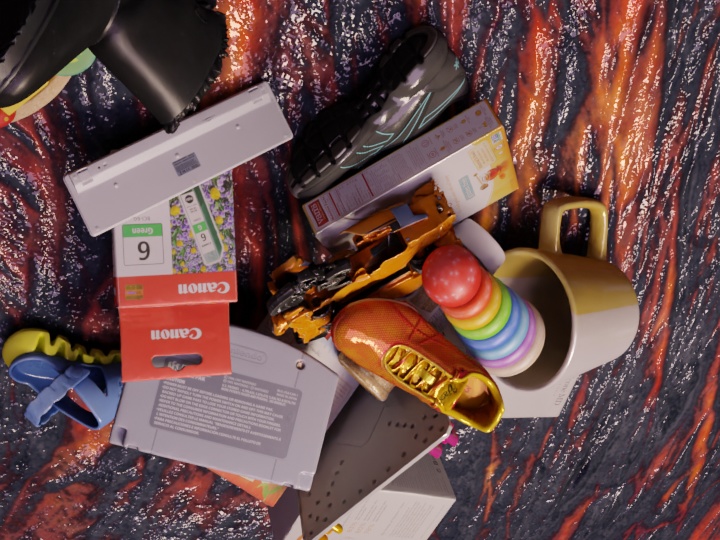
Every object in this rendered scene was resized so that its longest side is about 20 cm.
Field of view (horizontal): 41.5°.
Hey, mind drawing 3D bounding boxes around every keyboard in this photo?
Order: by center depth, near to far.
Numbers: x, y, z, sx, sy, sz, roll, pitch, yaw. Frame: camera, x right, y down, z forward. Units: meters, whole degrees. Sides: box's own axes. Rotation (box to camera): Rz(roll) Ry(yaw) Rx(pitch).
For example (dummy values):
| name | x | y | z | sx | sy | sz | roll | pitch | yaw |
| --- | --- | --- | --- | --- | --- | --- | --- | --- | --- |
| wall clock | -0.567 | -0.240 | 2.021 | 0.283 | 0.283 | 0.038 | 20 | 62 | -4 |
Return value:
| name | x | y | z | sx | sy | sz | roll | pitch | yaw |
| --- | --- | --- | --- | --- | --- | --- | --- | --- | --- |
| keyboard | -0.155 | -0.099 | 0.825 | 0.197 | 0.011 | 0.057 | -29 | 100 | -15 |

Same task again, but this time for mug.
| name | x | y | z | sx | sy | sz | roll | pitch | yaw |
| --- | --- | --- | --- | --- | --- | --- | --- | --- | --- |
| mug | 0.233 | 0.035 | 1.034 | 0.151 | 0.150 | 0.188 | -4 | 136 | -37 |

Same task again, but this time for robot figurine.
| name | x | y | z | sx | sy | sz | roll | pitch | yaw |
| --- | --- | --- | --- | --- | --- | --- | --- | --- | --- |
| robot figurine | 0.000 | 0.000 | 0.886 | 0.197 | 0.059 | 0.145 | -28 | 156 | 1 |

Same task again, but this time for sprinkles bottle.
| name | x | y | z | sx | sy | sz | roll | pitch | yaw |
| --- | --- | --- | --- | --- | --- | --- | --- | --- | --- |
| sprinkles bottle | 0.064 | 0.039 | 0.984 | 0.201 | 0.068 | 0.068 | -49 | 131 | -6 |

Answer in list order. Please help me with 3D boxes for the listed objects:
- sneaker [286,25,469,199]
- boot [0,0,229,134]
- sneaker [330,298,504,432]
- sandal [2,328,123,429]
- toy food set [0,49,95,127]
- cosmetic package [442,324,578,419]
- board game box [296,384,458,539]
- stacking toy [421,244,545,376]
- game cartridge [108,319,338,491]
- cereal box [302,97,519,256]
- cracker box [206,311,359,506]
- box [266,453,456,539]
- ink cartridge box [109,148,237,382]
| name | x | y | z | sx | sy | sz | roll | pitch | yaw |
| --- | --- | --- | --- | --- | --- | --- | --- | --- | --- |
| sneaker | 0.017 | -0.128 | 0.872 | 0.199 | 0.076 | 0.079 | -40 | 132 | 15 |
| boot | -0.185 | -0.163 | 0.701 | 0.072 | 0.202 | 0.162 | -4 | 148 | 36 |
| sneaker | 0.060 | 0.085 | 0.882 | 0.198 | 0.077 | 0.074 | 27 | 102 | -26 |
| sandal | -0.264 | 0.124 | 0.963 | 0.196 | 0.088 | 0.080 | 11 | 138 | -25 |
| toy food set | -0.306 | -0.194 | 0.720 | 0.196 | 0.049 | 0.200 | -35 | 130 | 10 |
| cosmetic package | 0.156 | 0.116 | 1.121 | 0.196 | 0.075 | 0.103 | 2 | 128 | -20 |
| board game box | 0.007 | 0.167 | 1.022 | 0.199 | 0.201 | 0.026 | -41 | 120 | 16 |
| stacking toy | 0.110 | 0.035 | 0.904 | 0.085 | 0.086 | 0.200 | -35 | 147 | 11 |
| game cartridge | -0.125 | 0.120 | 0.902 | 0.196 | 0.040 | 0.136 | 17 | 88 | -11 |
| cereal box | 0.053 | -0.071 | 0.919 | 0.198 | 0.040 | 0.144 | -30 | 157 | 5 |
| cracker box | -0.081 | 0.130 | 0.994 | 0.201 | 0.057 | 0.134 | -53 | 140 | -9 |
| box | -0.003 | 0.276 | 1.178 | 0.197 | 0.098 | 0.126 | 14 | 123 | -29 |
| ink cartridge box | -0.166 | -0.004 | 0.849 | 0.107 | 0.050 | 0.205 | -3 | 89 | -17 |
